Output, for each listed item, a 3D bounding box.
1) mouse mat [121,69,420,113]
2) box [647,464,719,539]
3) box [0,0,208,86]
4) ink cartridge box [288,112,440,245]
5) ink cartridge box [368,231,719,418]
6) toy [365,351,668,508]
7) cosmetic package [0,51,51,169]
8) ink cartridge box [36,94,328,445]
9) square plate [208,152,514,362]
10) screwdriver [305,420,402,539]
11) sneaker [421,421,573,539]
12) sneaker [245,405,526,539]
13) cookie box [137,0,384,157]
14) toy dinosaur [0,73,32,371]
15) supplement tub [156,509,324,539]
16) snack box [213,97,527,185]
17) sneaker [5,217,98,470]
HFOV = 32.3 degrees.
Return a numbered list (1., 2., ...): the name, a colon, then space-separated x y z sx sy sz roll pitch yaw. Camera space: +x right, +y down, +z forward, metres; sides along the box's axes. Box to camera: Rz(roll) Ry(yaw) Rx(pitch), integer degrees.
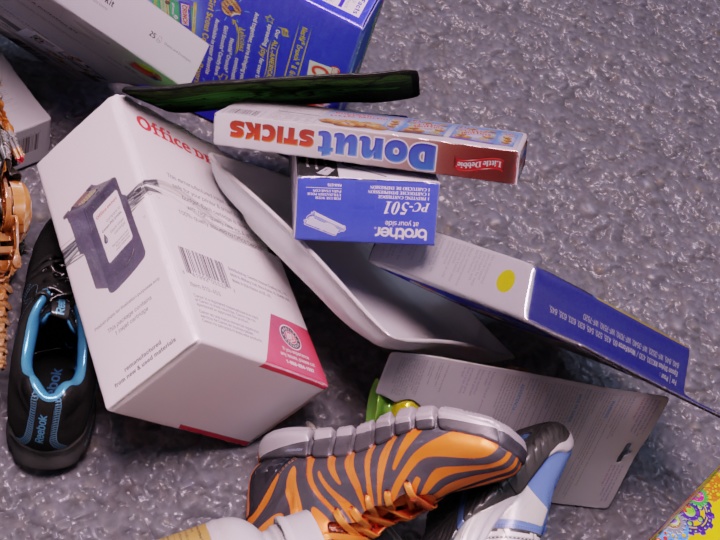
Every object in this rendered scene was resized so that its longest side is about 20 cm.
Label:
1. mouse mat: -0.056 -0.125 0.875 0.196 0.161 0.008 -2 92 4
2. box: 0.219 0.213 0.761 0.122 0.201 0.192 44 52 17
3. box: -0.221 -0.188 0.891 0.155 0.199 0.042 32 81 -35
4. ink cartridge box: -0.003 -0.069 0.869 0.092 0.045 0.200 3 19 -5
5. ink cartridge box: 0.136 0.030 0.848 0.196 0.048 0.199 25 -4 -43
6. toy: 0.099 0.101 0.865 0.196 0.116 0.048 8 39 -13
7. cosmetic package: -0.351 -0.115 0.910 0.198 0.052 0.151 -27 68 -33
8. ink cartridge box: -0.121 0.001 0.838 0.144 0.084 0.202 27 34 -53
9. square plate: 0.000 0.000 0.883 0.198 0.029 0.199 45 15 27
10. screwdriver: 0.020 0.181 0.832 0.029 0.028 0.200 -42 71 -7
11. sneaker: 0.080 0.181 0.790 0.077 0.076 0.201 45 65 -10
12. sneaker: 0.011 0.154 0.772 0.078 0.198 0.114 43 45 -39
13. cookie box: -0.093 -0.194 0.980 0.197 0.172 0.076 26 53 1
14. toy dinosaur: -0.258 -0.039 0.815 0.101 0.135 0.203 19 60 -23
15. supplement tub: -0.102 0.219 0.659 0.197 0.146 0.146 -17 60 -12
16. snack box: 0.008 -0.086 0.808 0.196 0.025 0.072 9 16 10
17. sneaker: -0.193 0.029 0.835 0.072 0.082 0.203 5 52 -12
